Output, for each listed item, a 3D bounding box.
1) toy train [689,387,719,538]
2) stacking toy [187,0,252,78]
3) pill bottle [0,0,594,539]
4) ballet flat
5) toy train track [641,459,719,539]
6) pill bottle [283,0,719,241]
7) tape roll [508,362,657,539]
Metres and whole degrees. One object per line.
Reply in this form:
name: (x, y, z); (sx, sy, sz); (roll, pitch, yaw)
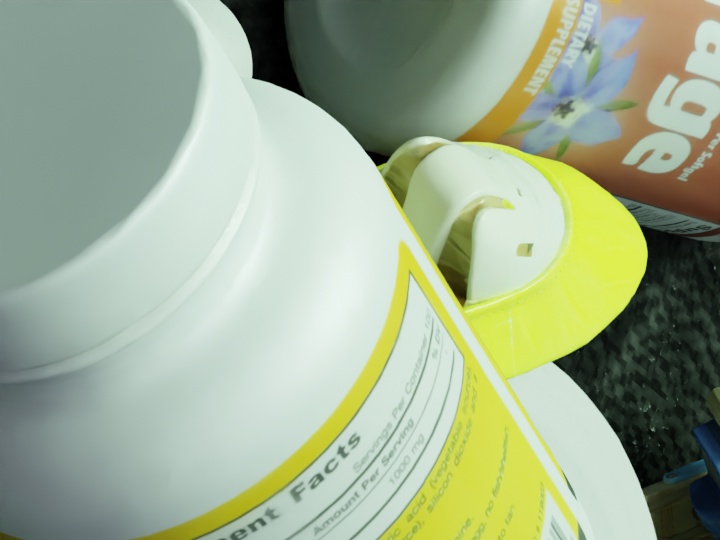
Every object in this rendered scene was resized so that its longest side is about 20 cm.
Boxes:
toy train: (0.145, 0.113, 0.926); (0.046, 0.034, 0.201); (-23, 124, 0)
stacking toy: (-0.106, -0.038, 0.685); (0.199, 0.146, 0.147); (-16, 100, -46)
pill bottle: (-0.029, 0.031, 0.615); (0.113, 0.112, 0.200); (-59, 141, -24)
ballet flat: (0.000, 0.000, 0.729); (0.199, 0.067, 0.067); (-17, 144, -29)
toy train track: (0.141, 0.062, 0.952); (0.199, 0.032, 0.115); (-18, 108, -33)
pill bottle: (0.085, -0.071, 0.851); (0.199, 0.112, 0.113); (13, 81, -39)
tape roll: (-0.005, 0.111, 0.802); (0.202, 0.071, 0.204); (0, 90, -39)
